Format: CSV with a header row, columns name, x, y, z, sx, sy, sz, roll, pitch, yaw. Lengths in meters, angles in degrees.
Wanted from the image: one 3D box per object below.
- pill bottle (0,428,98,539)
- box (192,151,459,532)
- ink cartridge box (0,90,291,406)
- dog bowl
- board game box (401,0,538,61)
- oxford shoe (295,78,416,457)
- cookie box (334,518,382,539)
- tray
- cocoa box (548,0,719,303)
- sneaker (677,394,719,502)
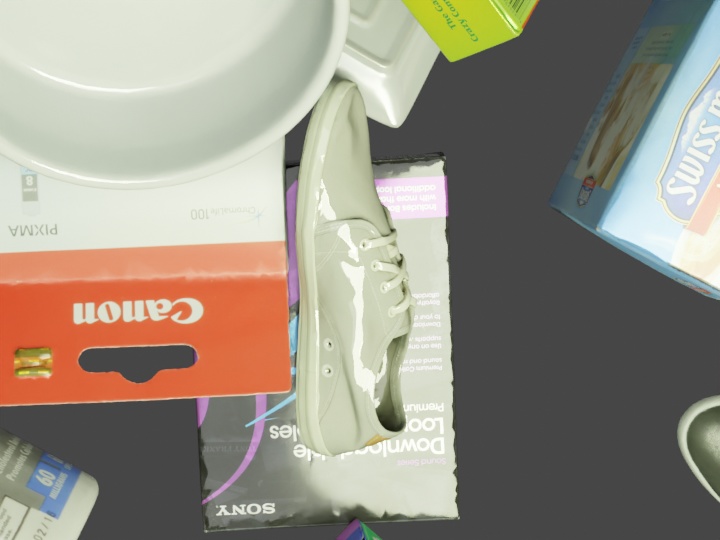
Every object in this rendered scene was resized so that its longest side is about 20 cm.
name,x,y,z,sx,sy,sz,roll,pitch,yaw
pill bottle,-0.249,0.116,1.220,0.200,0.114,0.114,28,95,-5
box,-0.020,0.039,1.258,0.143,0.036,0.200,-3,97,-1
ink cartridge box,-0.117,-0.033,1.197,0.160,0.047,0.200,-2,65,-2
dog bowl,-0.108,-0.139,1.106,0.200,0.079,0.200,-6,132,-6
board game box,0.018,-0.207,1.082,0.200,0.048,0.102,50,48,-23
oxford shoe,0.000,0.000,1.198,0.058,0.075,0.200,4,103,19
cookie box,0.014,0.265,1.249,0.171,0.075,0.200,-46,107,3
tray,-0.042,-0.167,1.217,0.200,0.022,0.107,30,63,-5
cocoa box,0.189,-0.055,1.172,0.131,0.200,0.134,27,94,-4
sneaker,0.262,0.136,1.246,0.200,0.099,0.071,36,96,-4
